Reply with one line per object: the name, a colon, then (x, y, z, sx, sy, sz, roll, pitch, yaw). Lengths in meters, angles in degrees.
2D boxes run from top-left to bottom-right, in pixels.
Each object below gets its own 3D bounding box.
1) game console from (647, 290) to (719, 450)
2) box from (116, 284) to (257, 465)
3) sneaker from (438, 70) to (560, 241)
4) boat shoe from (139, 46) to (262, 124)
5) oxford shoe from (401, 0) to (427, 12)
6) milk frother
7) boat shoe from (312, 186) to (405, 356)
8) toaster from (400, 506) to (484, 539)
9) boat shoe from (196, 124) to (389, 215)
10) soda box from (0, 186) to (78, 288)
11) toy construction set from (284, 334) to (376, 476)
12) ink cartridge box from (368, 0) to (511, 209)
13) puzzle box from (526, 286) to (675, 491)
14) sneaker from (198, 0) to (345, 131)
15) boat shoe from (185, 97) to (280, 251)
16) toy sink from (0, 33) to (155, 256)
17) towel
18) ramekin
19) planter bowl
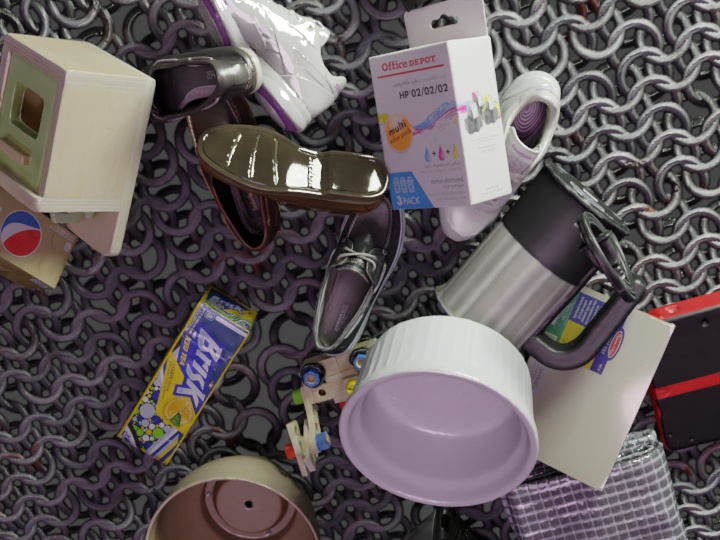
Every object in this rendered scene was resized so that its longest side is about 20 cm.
game console: (0.424, 0.105, 1.204, 0.199, 0.031, 0.178, -16, 111, 9)
box: (-0.198, 0.120, 1.224, 0.070, 0.064, 0.201, 31, 108, -7)
sneaker: (0.141, -0.114, 1.107, 0.075, 0.100, 0.201, 27, 109, -8)
boat shoe: (-0.186, -0.187, 1.076, 0.199, 0.057, 0.067, -6, 102, 41)
oxford shoe: (0.106, -0.347, 1.047, 0.199, 0.073, 0.085, -33, 99, 12)
milk frother: (0.184, 0.010, 1.082, 0.181, 0.200, 0.188, 45, 107, 20)
boat shoe: (0.000, 0.000, 1.149, 0.072, 0.071, 0.201, 16, 92, 6)
toaster: (0.111, 0.391, 1.234, 0.119, 0.181, 0.200, -42, 102, 16)
boat shoe: (-0.073, -0.093, 1.098, 0.199, 0.068, 0.072, 15, 65, -6)
soda box: (-0.401, -0.055, 1.117, 0.064, 0.068, 0.200, 1, 153, 40)
toy construction set: (-0.002, 0.150, 1.214, 0.199, 0.092, 0.132, -22, 106, -1)
ink cartridge box: (0.076, -0.167, 1.068, 0.115, 0.068, 0.201, 0, 102, 48)
puzzle box: (0.248, 0.125, 1.177, 0.133, 0.025, 0.201, 25, 99, 19)
sneaker: (-0.094, -0.246, 1.096, 0.099, 0.075, 0.200, -37, 102, -9)
boat shoe: (-0.137, -0.117, 1.139, 0.070, 0.070, 0.201, -21, 105, 14)
toy sink: (-0.310, -0.126, 1.095, 0.130, 0.112, 0.201, 33, 115, 38)
towel: (0.272, 0.290, 1.242, 0.199, 0.086, 0.166, -17, 106, 9)
ramekin: (0.084, 0.141, 1.088, 0.199, 0.098, 0.201, 6, 130, 8)
planter bowl: (-0.139, 0.299, 1.243, 0.199, 0.135, 0.202, 1, 108, 3)
